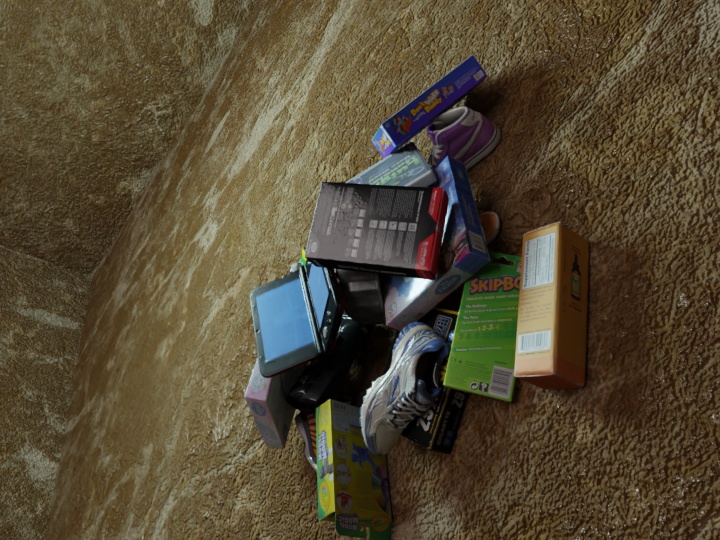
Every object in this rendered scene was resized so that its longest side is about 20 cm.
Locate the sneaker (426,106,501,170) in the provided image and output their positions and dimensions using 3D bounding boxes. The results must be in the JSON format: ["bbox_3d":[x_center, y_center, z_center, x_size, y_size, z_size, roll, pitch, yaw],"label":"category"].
[{"bbox_3d":[0.137,-0.205,1.032,0.201,0.113,0.073,-46,39,29],"label":"sneaker"}]

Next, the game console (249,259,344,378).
[{"bbox_3d":[-0.114,0.048,0.990,0.174,0.117,0.202,106,155,-42],"label":"game console"}]

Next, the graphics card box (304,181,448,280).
[{"bbox_3d":[0.024,-0.061,0.865,0.197,0.051,0.128,6,75,21],"label":"graphics card box"}]

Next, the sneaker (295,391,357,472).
[{"bbox_3d":[-0.044,0.275,1.020,0.113,0.077,0.200,-53,40,9],"label":"sneaker"}]

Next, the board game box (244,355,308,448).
[{"bbox_3d":[-0.148,0.195,1.097,0.201,0.043,0.201,86,-166,-51],"label":"board game box"}]

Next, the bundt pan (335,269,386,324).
[{"bbox_3d":[0.000,0.000,1.016,0.074,0.203,0.204,-9,53,5],"label":"bundt pan"}]

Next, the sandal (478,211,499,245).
[{"bbox_3d":[0.136,-0.045,0.979,0.206,0.059,0.080,-37,42,37],"label":"sandal"}]

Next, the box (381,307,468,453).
[{"bbox_3d":[0.102,0.159,0.912,0.159,0.049,0.203,10,79,55],"label":"box"}]

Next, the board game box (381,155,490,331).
[{"bbox_3d":[0.103,-0.041,0.922,0.199,0.043,0.202,-46,35,39],"label":"board game box"}]

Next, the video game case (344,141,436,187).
[{"bbox_3d":[0.022,-0.136,0.989,0.198,0.023,0.182,-30,26,9],"label":"video game case"}]

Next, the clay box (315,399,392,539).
[{"bbox_3d":[-0.012,0.314,0.915,0.047,0.114,0.202,-37,42,36],"label":"clay box"}]

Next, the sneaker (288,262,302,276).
[{"bbox_3d":[-0.136,0.073,1.182,0.078,0.080,0.202,-102,6,-48],"label":"sneaker"}]

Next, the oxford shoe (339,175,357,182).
[{"bbox_3d":[-0.033,-0.128,1.169,0.200,0.084,0.073,-51,-7,-49],"label":"oxford shoe"}]

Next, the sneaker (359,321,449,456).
[{"bbox_3d":[0.066,0.176,0.842,0.085,0.076,0.203,20,87,54],"label":"sneaker"}]

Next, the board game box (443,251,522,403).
[{"bbox_3d":[0.184,0.074,0.824,0.094,0.030,0.203,10,78,19],"label":"board game box"}]

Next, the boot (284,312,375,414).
[{"bbox_3d":[-0.074,0.167,1.081,0.164,0.066,0.201,-14,39,51],"label":"boot"}]

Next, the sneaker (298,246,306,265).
[{"bbox_3d":[-0.090,0.022,1.260,0.086,0.077,0.200,-66,23,12],"label":"sneaker"}]

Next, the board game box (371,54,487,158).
[{"bbox_3d":[0.117,-0.286,1.047,0.199,0.045,0.134,-38,5,-5],"label":"board game box"}]

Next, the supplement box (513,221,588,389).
[{"bbox_3d":[0.248,0.045,0.759,0.068,0.066,0.203,-16,56,53],"label":"supplement box"}]
